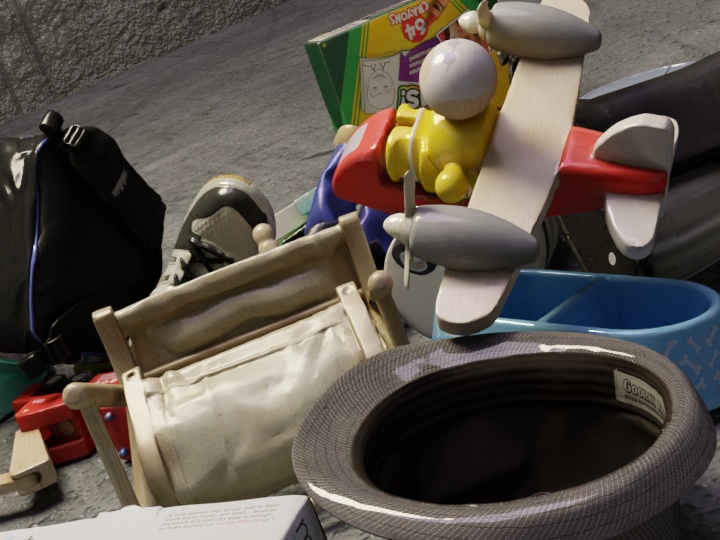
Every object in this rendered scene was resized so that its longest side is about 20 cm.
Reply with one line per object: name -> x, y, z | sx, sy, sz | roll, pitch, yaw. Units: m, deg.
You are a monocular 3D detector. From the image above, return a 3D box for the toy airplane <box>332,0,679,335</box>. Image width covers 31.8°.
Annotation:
toy airplane -> 0.085, -0.074, 0.730 | 0.198, 0.142, 0.201 | -34, 38, 0

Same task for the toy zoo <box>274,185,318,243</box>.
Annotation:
toy zoo -> -0.084, -0.024, 1.097 | 0.199, 0.021, 0.131 | -33, 1, 44

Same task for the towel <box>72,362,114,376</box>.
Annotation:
towel -> -0.197, 0.047, 1.169 | 0.085, 0.018, 0.200 | -12, 19, 9

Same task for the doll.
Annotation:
doll -> -0.018, -0.006, 0.942 | 0.048, 0.135, 0.203 | -28, 42, 57

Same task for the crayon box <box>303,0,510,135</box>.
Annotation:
crayon box -> 0.064, -0.188, 1.298 | 0.198, 0.175, 0.058 | -25, 16, -14

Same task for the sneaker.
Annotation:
sneaker -> -0.124, 0.023, 0.964 | 0.075, 0.202, 0.088 | 26, 32, -2

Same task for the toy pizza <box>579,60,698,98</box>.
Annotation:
toy pizza -> 0.275, -0.149, 1.197 | 0.197, 0.032, 0.201 | -19, 20, 7

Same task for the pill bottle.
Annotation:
pill bottle -> 0.091, -0.034, 0.938 | 0.112, 0.115, 0.200 | -10, 21, 26

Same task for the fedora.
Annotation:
fedora -> 0.073, 0.105, 0.608 | 0.197, 0.092, 0.177 | -5, 24, 20

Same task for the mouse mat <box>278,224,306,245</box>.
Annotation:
mouse mat -> -0.052, -0.030, 1.108 | 0.160, 0.008, 0.200 | -34, 0, -2

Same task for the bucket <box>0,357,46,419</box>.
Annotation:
bucket -> -0.383, 0.065, 1.118 | 0.204, 0.137, 0.208 | -18, 20, 7

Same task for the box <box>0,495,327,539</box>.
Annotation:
box -> -0.122, 0.193, 0.556 | 0.197, 0.098, 0.177 | -12, 19, 23

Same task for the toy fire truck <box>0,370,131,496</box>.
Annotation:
toy fire truck -> -0.234, 0.129, 0.923 | 0.197, 0.049, 0.141 | -10, 22, 26

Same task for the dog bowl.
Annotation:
dog bowl -> 0.128, 0.039, 0.752 | 0.198, 0.050, 0.111 | 4, 21, 37

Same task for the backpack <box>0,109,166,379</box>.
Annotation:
backpack -> -0.244, -0.006, 1.038 | 0.152, 0.204, 0.190 | 1, -11, 28

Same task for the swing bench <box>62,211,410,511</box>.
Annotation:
swing bench -> -0.063, 0.070, 0.798 | 0.196, 0.132, 0.200 | -21, 13, -1

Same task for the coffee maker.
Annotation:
coffee maker -> 0.226, -0.096, 0.848 | 0.198, 0.195, 0.135 | -23, 10, -12
